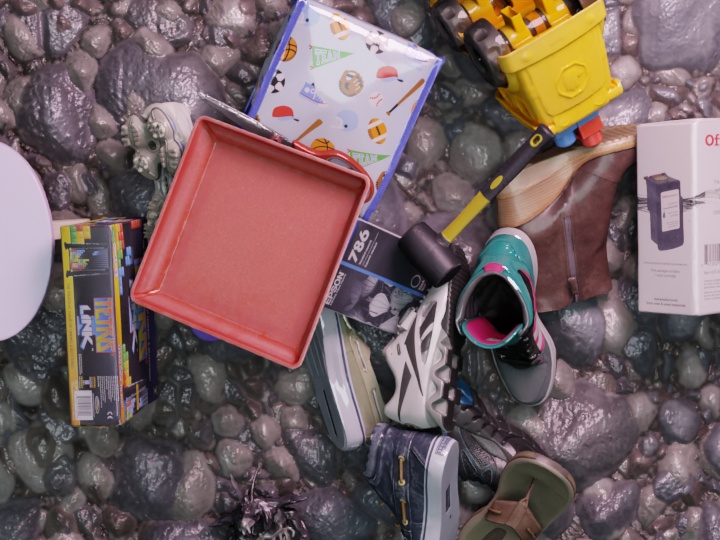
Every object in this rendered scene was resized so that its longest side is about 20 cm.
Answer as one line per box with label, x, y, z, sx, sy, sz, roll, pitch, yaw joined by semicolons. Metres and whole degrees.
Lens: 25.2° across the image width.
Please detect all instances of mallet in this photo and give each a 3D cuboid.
mallet;0.114;-0.077;1.631;0.066;0.041;0.200;41;107;16

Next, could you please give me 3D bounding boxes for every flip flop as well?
flip flop;0.160;0.263;1.703;0.081;0.058;0.200;32;131;-4

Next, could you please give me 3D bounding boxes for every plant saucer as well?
plant saucer;-0.106;-0.028;1.597;0.199;0.037;0.200;21;92;19

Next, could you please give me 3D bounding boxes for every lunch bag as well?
lunch bag;-0.032;-0.164;1.673;0.170;0.124;0.200;21;99;-7

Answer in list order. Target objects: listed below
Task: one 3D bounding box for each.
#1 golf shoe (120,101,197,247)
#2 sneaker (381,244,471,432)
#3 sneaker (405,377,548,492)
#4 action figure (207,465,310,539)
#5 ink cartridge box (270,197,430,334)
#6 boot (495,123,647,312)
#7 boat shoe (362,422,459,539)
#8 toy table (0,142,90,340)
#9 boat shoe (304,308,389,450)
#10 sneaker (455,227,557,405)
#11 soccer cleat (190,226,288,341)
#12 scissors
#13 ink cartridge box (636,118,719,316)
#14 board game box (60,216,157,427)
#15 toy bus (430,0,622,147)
golf shoe;-0.182;-0.081;1.689;0.078;0.097;0.201;0;109;24
sneaker;0.065;0.066;1.697;0.088;0.074;0.201;3;72;25
sneaker;0.138;0.203;1.752;0.200;0.073;0.082;44;113;-4
action figure;-0.096;0.314;1.721;0.119;0.102;0.200;-20;97;10
ink cartridge box;0.000;0.000;1.670;0.200;0.039;0.100;21;96;-49
boot;0.249;-0.058;1.741;0.199;0.072;0.167;-20;108;-3
boat shoe;0.054;0.247;1.726;0.091;0.071;0.201;15;127;20
toy table;-0.377;-0.034;1.666;0.183;0.117;0.201;8;93;-4
boat shoe;-0.022;0.092;1.732;0.062;0.072;0.201;-18;100;-27
sneaker;0.155;0.068;1.687;0.083;0.121;0.201;-4;110;24
soccer cleat;-0.123;0.008;1.681;0.068;0.073;0.200;38;117;-8
scissors;-0.071;-0.129;1.624;0.073;0.014;0.200;-37;108;24
ink cartridge box;0.368;-0.059;1.699;0.144;0.084;0.201;-5;95;-39
board game box;-0.254;0.048;1.653;0.057;0.165;0.201;-2;95;7
toy bus;0.182;-0.217;1.675;0.136;0.200;0.192;-33;125;-6
